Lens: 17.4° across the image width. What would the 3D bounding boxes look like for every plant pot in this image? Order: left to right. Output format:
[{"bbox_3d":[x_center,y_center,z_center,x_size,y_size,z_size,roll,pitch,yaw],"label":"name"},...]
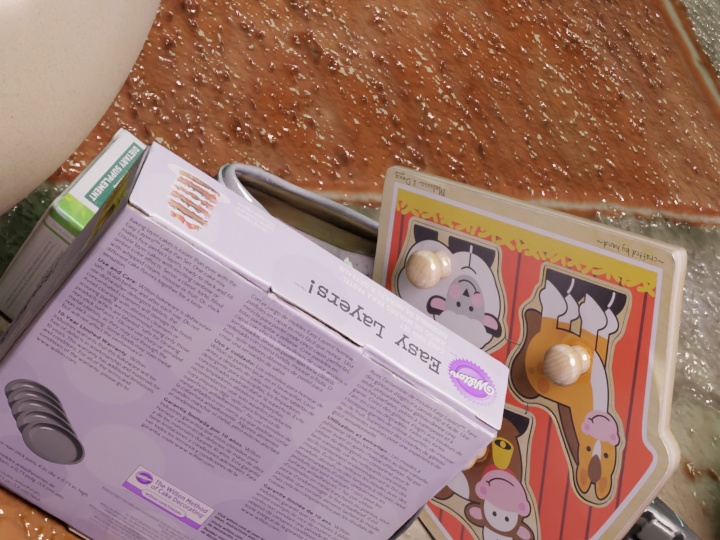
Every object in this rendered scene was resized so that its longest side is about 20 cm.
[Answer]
[{"bbox_3d":[-0.203,-0.094,1.086,0.200,0.200,0.135,19,79,-26],"label":"plant pot"}]

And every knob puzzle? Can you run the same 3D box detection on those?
[{"bbox_3d":[0.066,0.065,1.148,0.030,0.220,0.220,-15,65,-48],"label":"knob puzzle"}]

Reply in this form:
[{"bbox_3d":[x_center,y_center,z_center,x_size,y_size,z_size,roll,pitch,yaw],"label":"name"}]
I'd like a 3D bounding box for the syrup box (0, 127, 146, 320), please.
[{"bbox_3d":[-0.070,0.034,1.138,0.200,0.081,0.079,38,40,-3],"label":"syrup box"}]

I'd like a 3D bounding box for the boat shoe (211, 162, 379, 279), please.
[{"bbox_3d":[-0.001,-0.001,1.242,0.202,0.065,0.075,22,43,-24],"label":"boat shoe"}]

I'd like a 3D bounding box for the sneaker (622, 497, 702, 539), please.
[{"bbox_3d":[0.122,0.113,1.233,0.200,0.075,0.079,39,36,-4],"label":"sneaker"}]

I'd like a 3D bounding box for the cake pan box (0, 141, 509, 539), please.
[{"bbox_3d":[-0.059,0.063,1.038,0.200,0.184,0.052,31,40,-12],"label":"cake pan box"}]
